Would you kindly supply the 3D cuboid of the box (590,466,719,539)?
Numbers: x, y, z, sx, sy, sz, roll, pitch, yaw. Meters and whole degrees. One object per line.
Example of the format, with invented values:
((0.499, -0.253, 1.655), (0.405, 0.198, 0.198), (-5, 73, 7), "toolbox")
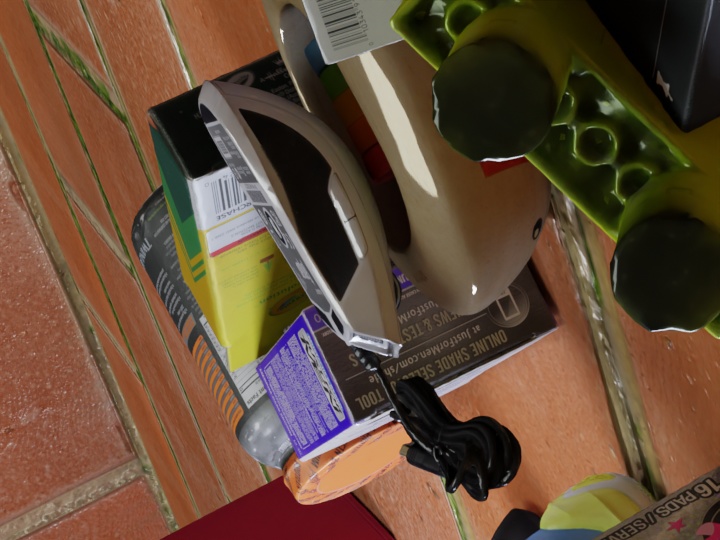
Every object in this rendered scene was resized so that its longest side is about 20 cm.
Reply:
((0.098, 0.193, 0.790), (0.115, 0.200, 0.132), (46, 158, 50), "box")

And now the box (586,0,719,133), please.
((0.078, -0.150, 0.473), (0.141, 0.079, 0.200), (60, 167, 26), "box")

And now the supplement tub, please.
((-0.043, 0.030, 1.219), (0.200, 0.122, 0.123), (59, 167, 18), "supplement tub")

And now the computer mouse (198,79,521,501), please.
((0.000, 0.000, 0.846), (0.200, 0.044, 0.110), (59, 173, -9), "computer mouse")

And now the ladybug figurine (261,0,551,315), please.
((0.020, -0.080, 0.859), (0.200, 0.072, 0.136), (63, 168, 0), "ladybug figurine")

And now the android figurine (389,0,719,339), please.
((0.069, -0.051, 0.577), (0.182, 0.041, 0.200), (42, -159, -8), "android figurine")

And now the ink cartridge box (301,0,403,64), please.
((-0.007, -0.150, 0.729), (0.200, 0.039, 0.100), (-78, -31, -68), "ink cartridge box")

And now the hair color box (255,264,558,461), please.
((0.017, 0.039, 1.024), (0.065, 0.109, 0.200), (64, 167, 4), "hair color box")

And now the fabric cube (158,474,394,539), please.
((-0.060, 0.307, 1.662), (0.196, 0.199, 0.201), (34, 148, 64), "fabric cube")

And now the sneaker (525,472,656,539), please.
((0.120, 0.199, 0.932), (0.201, 0.105, 0.076), (64, 168, 2), "sneaker")

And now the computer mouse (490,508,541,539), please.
((0.116, 0.230, 1.129), (0.200, 0.053, 0.139), (62, 168, 7), "computer mouse")

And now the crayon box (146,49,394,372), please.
((-0.032, -0.035, 1.033), (0.051, 0.127, 0.200), (58, 165, 27), "crayon box")
